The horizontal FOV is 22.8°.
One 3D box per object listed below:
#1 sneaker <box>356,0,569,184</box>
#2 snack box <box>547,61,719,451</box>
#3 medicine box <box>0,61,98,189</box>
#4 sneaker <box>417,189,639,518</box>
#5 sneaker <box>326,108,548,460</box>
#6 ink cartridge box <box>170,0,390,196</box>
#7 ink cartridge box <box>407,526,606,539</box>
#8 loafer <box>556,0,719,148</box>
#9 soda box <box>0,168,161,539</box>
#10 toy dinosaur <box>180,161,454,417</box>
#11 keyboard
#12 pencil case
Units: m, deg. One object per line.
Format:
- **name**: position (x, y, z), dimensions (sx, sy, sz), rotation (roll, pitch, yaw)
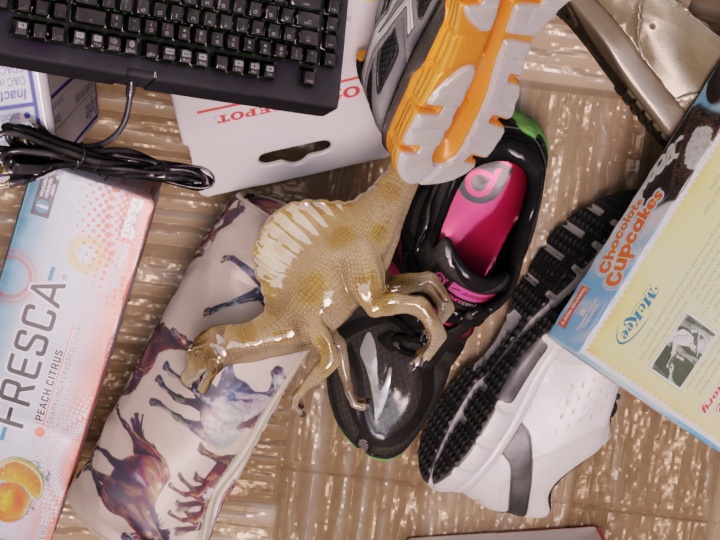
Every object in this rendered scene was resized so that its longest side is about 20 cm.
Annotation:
- **sneaker**: position (0.051, -0.137, 0.813), dimensions (0.078, 0.077, 0.201), rotation (3, 129, -39)
- **snack box**: position (0.195, -0.020, 0.910), dimensions (0.116, 0.037, 0.201), rotation (32, 91, -27)
- **medicine box**: position (-0.195, -0.147, 0.843), dimensions (0.102, 0.182, 0.203), rotation (-7, 102, -1)
- **sneaker**: position (0.115, 0.046, 0.966), dimensions (0.080, 0.074, 0.201), rotation (30, 104, -23)
- **sneaker**: position (0.037, 0.007, 0.938), dimensions (0.076, 0.084, 0.202), rotation (22, 100, -7)
- **ink cartridge box**: position (-0.046, -0.135, 0.880), dimensions (0.116, 0.068, 0.201), rotation (-12, 140, -5)
- **ink cartridge box**: position (0.086, 0.253, 1.001), dimensions (0.115, 0.068, 0.203), rotation (-4, 102, -2)
- **loafer**: position (0.132, -0.149, 0.918), dimensions (0.067, 0.076, 0.201), rotation (-38, 106, 1)
- **soda box**: position (-0.166, 0.041, 0.946), dimensions (0.068, 0.064, 0.202), rotation (18, 100, -6)
- **toy dinosaur**: position (0.000, 0.000, 0.866), dimensions (0.101, 0.058, 0.200), rotation (43, 87, -7)
- **keyboard**: position (-0.096, -0.093, 0.778), dimensions (0.198, 0.021, 0.129), rotation (6, 94, -29)
- **pencil case**: position (-0.074, 0.060, 0.928), dimensions (0.089, 0.078, 0.201), rotation (28, 88, 30)
